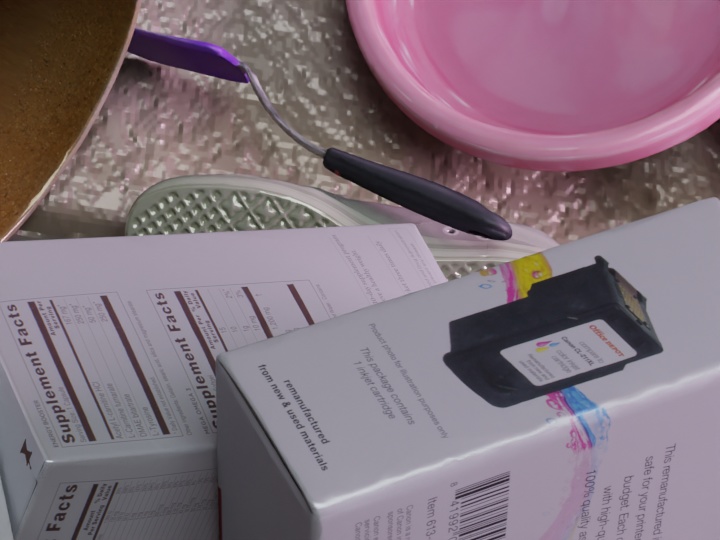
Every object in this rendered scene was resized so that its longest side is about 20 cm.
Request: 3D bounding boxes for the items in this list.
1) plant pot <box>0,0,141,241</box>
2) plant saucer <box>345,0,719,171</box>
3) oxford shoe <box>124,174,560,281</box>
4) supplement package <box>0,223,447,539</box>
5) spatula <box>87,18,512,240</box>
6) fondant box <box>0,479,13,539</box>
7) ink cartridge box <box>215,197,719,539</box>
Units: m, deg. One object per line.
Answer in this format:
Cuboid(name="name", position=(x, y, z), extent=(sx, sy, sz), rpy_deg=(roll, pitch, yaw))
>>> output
Cuboid(name="plant pot", position=(-0.218, -0.115, 1.096), extent=(0.200, 0.187, 0.187), rpy_deg=(30, 62, 14))
Cuboid(name="plant saucer", position=(0.094, -0.128, 1.214), extent=(0.200, 0.051, 0.201), rpy_deg=(-5, 64, 10))
Cuboid(name="oxford shoe", position=(0.000, 0.000, 1.166), extent=(0.199, 0.075, 0.058), rpy_deg=(9, 21, -3))
Cuboid(name="supplement package", position=(-0.060, 0.060, 1.050), extent=(0.199, 0.114, 0.110), rpy_deg=(-2, 46, -31))
Cuboid(name="spatula", position=(-0.023, -0.059, 1.155), extent=(0.200, 0.057, 0.021), rpy_deg=(31, 87, 17))
Cuboid(name="fondant box", position=(-0.218, 0.098, 0.989), extent=(0.058, 0.200, 0.145), rpy_deg=(13, 57, -55))
Cuboid(name="ink cartridge box", position=(0.056, 0.076, 0.986), extent=(0.199, 0.146, 0.083), rpy_deg=(-17, 46, -19))
